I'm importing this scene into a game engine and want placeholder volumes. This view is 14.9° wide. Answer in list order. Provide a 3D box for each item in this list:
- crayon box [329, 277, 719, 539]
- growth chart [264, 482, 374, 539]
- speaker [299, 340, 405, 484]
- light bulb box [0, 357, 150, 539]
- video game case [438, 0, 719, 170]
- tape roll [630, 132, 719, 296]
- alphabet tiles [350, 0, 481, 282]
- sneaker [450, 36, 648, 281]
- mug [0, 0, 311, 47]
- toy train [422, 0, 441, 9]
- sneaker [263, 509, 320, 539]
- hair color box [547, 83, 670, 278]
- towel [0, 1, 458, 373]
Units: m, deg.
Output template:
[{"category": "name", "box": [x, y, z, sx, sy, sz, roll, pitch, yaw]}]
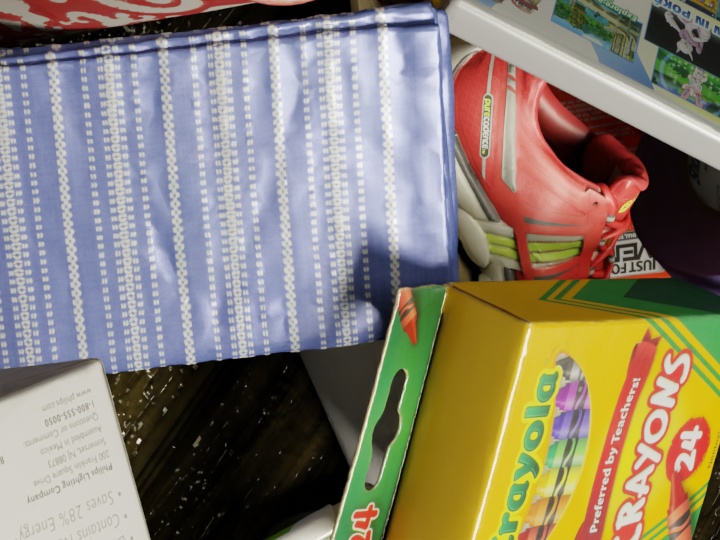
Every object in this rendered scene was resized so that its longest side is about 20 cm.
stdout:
[{"category": "crayon box", "box": [0.078, 0.071, 1.147, 0.199, 0.051, 0.128, -2, 111, -49]}, {"category": "growth chart", "box": [-0.024, 0.205, 1.154, 0.144, 0.018, 0.201, -23, 104, -3]}, {"category": "speaker", "box": [0.000, 0.000, 1.208, 0.081, 0.081, 0.201, -36, 108, -40]}, {"category": "light bulb box", "box": [-0.174, 0.158, 0.995, 0.198, 0.124, 0.201, -21, 99, -43]}, {"category": "video game case", "box": [0.141, -0.129, 1.196, 0.199, 0.022, 0.183, 26, 50, -11]}, {"category": "tape roll", "box": [0.227, -0.051, 1.262, 0.085, 0.199, 0.201, 44, 57, -30]}, {"category": "alphabet tiles", "box": [0.034, -0.052, 1.223, 0.167, 0.006, 0.201, 50, 27, -48]}, {"category": "sneaker", "box": [0.091, -0.017, 1.204, 0.077, 0.085, 0.201, -79, 146, -57]}, {"category": "mug", "box": [-0.089, -0.138, 1.064, 0.178, 0.199, 0.134, 49, 55, -28]}, {"category": "toy train", "box": [0.035, -0.178, 1.219, 0.200, 0.055, 0.151, 38, 50, -53]}, {"category": "sneaker", "box": [0.041, 0.172, 1.225, 0.198, 0.115, 0.076, 13, 35, -16]}, {"category": "hair color box", "box": [0.143, -0.102, 1.368, 0.101, 0.061, 0.201, -21, 100, -43]}, {"category": "towel", "box": [-0.059, -0.031, 1.093, 0.199, 0.024, 0.146, -6, 116, -4]}]
